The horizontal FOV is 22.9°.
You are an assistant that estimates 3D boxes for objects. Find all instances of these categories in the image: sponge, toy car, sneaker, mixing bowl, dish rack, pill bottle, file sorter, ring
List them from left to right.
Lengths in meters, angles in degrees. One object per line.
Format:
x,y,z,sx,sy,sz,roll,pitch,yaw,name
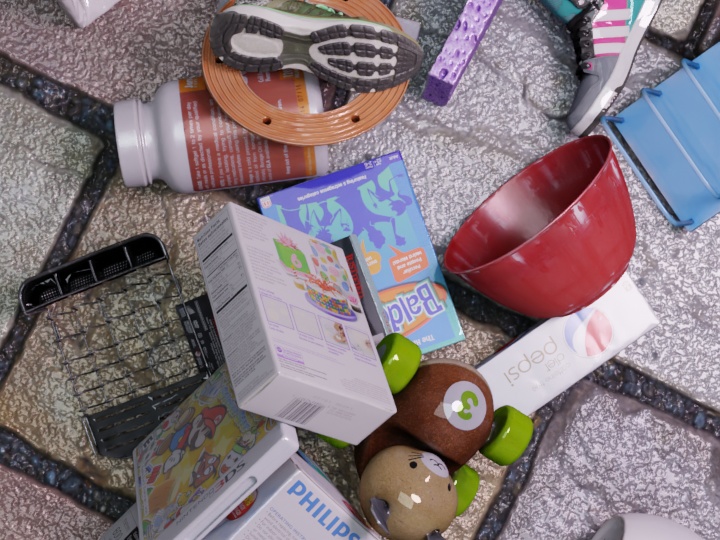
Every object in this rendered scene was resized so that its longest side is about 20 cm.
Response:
-0.227,0.079,1.731,0.153,0.055,0.200,-21,87,7,dish rack
-0.135,-0.135,1.734,0.200,0.112,0.112,-8,86,-4,pill bottle
-0.052,-0.198,1.694,0.200,0.019,0.201,2,61,-3,ring
-0.037,-0.228,1.668,0.200,0.077,0.089,11,42,-3,sneaker
0.055,0.186,1.619,0.164,0.200,0.158,33,117,-16,toy car
0.121,-0.262,1.756,0.030,0.112,0.200,27,85,2,sponge
0.190,-0.027,1.711,0.200,0.200,0.108,-42,105,-5,mixing bowl
0.219,-0.240,1.771,0.121,0.084,0.200,26,77,-5,sneaker
0.351,-0.148,1.706,0.200,0.123,0.139,-36,82,17,file sorter

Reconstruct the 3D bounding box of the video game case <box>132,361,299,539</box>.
-0.137,0.163,1.623,0.182,0.200,0.023,-43,115,12,video game case

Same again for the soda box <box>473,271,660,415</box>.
0.193,0.081,1.755,0.200,0.064,0.068,-34,89,-4,soda box

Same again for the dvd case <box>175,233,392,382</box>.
-0.069,0.067,1.729,0.200,0.022,0.146,-22,86,20,dvd case

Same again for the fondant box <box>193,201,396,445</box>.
-0.060,0.047,1.592,0.058,0.144,0.200,-42,46,28,fondant box

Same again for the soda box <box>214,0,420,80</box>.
-0.045,-0.231,1.768,0.200,0.063,0.068,14,78,-1,soda box

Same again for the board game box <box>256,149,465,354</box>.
0.000,0.000,1.762,0.152,0.045,0.200,-20,87,-3,board game box

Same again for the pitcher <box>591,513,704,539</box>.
0.300,0.339,1.720,0.200,0.121,0.172,31,100,-11,pitcher

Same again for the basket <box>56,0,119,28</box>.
-0.254,-0.370,1.710,0.198,0.200,0.161,-39,82,-5,basket

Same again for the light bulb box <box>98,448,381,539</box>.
-0.113,0.252,1.643,0.200,0.198,0.125,-45,115,-3,light bulb box
